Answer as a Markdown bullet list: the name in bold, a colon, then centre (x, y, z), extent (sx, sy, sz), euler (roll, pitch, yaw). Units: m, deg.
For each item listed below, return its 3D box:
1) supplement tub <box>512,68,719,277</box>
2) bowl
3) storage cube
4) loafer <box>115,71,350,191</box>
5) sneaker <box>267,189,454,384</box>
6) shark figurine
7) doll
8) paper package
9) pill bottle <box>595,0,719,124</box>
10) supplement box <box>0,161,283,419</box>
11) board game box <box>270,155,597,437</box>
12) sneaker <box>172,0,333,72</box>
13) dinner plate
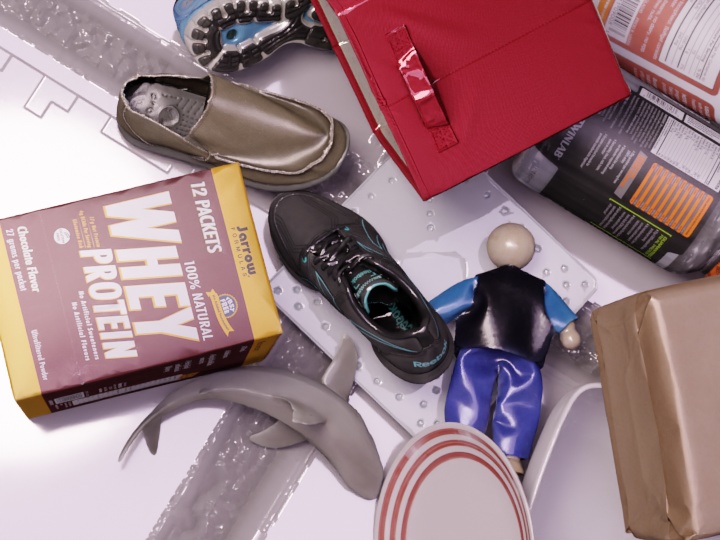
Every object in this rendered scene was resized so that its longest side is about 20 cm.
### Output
- **supplement tub**: centre (0.234, -0.079, 1.650), extent (0.200, 0.123, 0.123), euler (32, 80, -1)
- **bowl**: centre (0.206, 0.201, 1.613), extent (0.200, 0.075, 0.200), euler (24, 79, -20)
- **storage cube**: centre (0.074, -0.189, 1.555), extent (0.180, 0.200, 0.171), euler (-27, 115, -1)
- **loafer**: centre (-0.108, -0.114, 1.624), extent (0.200, 0.070, 0.075), euler (10, 76, 12)
- **sneaker**: centre (0.000, 0.000, 1.597), extent (0.075, 0.079, 0.200), euler (-43, 69, -8)
- **shark figurine**: centre (-0.075, 0.111, 1.595), extent (0.214, 0.090, 0.128), euler (10, 103, -9)
- **doll**: centre (0.107, 0.058, 1.628), extent (0.136, 0.048, 0.200), euler (10, 81, 2)
- **paper package**: centre (0.293, 0.097, 1.563), extent (0.200, 0.103, 0.191), euler (-10, 89, -25)
- **pill bottle**: centre (0.288, -0.183, 1.645), extent (0.200, 0.112, 0.112), euler (32, 79, 22)
- **supplement box**: centre (-0.177, 0.020, 1.556), extent (0.200, 0.197, 0.133), euler (-14, 84, -8)
- **board game box**: centre (0.058, 0.015, 1.667), extent (0.200, 0.026, 0.200), euler (43, 81, 2)
- **sneaker**: centre (-0.062, -0.225, 1.660), extent (0.200, 0.090, 0.079), euler (-13, 126, -26)
- **dinner plate**: centre (0.076, 0.217, 1.569), extent (0.024, 0.200, 0.201), euler (2, 81, -34)
